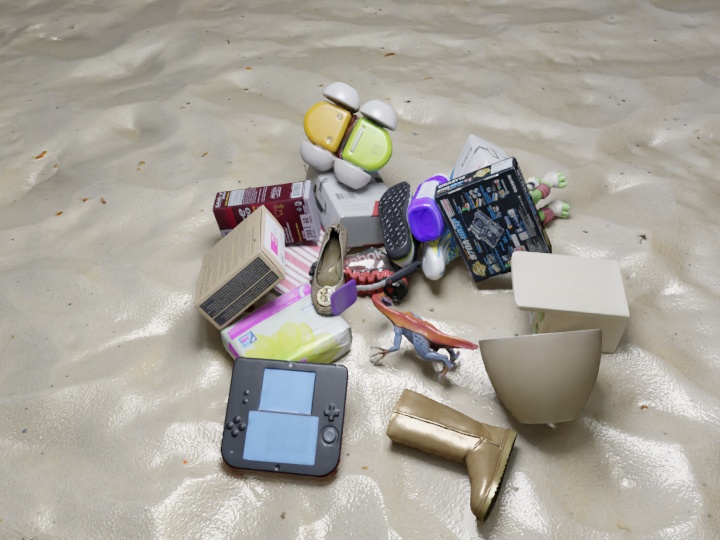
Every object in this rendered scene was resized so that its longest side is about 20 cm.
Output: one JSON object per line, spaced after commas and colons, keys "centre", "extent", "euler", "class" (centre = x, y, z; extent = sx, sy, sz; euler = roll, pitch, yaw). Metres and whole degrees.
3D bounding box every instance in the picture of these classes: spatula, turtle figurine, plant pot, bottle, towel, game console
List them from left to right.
{"centre": [-0.122, 0.235, 1.168], "extent": [0.194, 0.031, 0.182], "euler": [4, 75, 6], "class": "game console"}
{"centre": [-0.125, -0.030, 1.473], "extent": [0.145, 0.030, 0.200], "euler": [31, 56, 26], "class": "towel"}
{"centre": [0.029, 0.025, 1.304], "extent": [0.196, 0.058, 0.021], "euler": [-22, 41, -20], "class": "spatula"}
{"centre": [0.140, -0.131, 1.399], "extent": [0.064, 0.085, 0.201], "euler": [-11, 23, 21], "class": "bottle"}
{"centre": [0.362, -0.113, 1.442], "extent": [0.192, 0.200, 0.145], "euler": [-33, 87, -31], "class": "turtle figurine"}
{"centre": [0.294, 0.172, 1.165], "extent": [0.195, 0.200, 0.138], "euler": [-4, 84, -1], "class": "plant pot"}

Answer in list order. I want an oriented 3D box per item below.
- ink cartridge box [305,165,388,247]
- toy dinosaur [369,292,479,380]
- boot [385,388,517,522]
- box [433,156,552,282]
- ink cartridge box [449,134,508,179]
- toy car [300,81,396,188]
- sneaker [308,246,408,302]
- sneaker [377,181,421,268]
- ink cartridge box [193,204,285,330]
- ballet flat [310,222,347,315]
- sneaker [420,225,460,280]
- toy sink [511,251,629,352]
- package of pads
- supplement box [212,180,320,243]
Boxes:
{"centre": [-0.018, -0.146, 1.512], "extent": [0.143, 0.084, 0.202], "euler": [-5, 44, -25], "class": "ink cartridge box"}
{"centre": [0.101, 0.094, 1.263], "extent": [0.182, 0.200, 0.105], "euler": [48, 42, 3], "class": "toy dinosaur"}
{"centre": [0.131, 0.286, 1.135], "extent": [0.196, 0.067, 0.176], "euler": [17, 38, 18], "class": "boot"}
{"centre": [0.244, -0.087, 1.321], "extent": [0.156, 0.202, 0.046], "euler": [-18, 28, 25], "class": "box"}
{"centre": [0.236, -0.166, 1.443], "extent": [0.083, 0.148, 0.201], "euler": [21, 23, -11], "class": "ink cartridge box"}
{"centre": [-0.018, -0.270, 1.490], "extent": [0.197, 0.150, 0.178], "euler": [27, 93, 14], "class": "toy car"}
{"centre": [0.000, 0.000, 1.404], "extent": [0.195, 0.072, 0.099], "euler": [7, 47, 7], "class": "sneaker"}
{"centre": [0.080, -0.080, 1.405], "extent": [0.070, 0.083, 0.204], "euler": [-16, 48, 24], "class": "sneaker"}
{"centre": [-0.219, -0.009, 1.338], "extent": [0.163, 0.075, 0.201], "euler": [-37, 25, 13], "class": "ink cartridge box"}
{"centre": [-0.054, -0.010, 1.335], "extent": [0.066, 0.047, 0.204], "euler": [3, 53, 7], "class": "ballet flat"}
{"centre": [0.168, -0.050, 1.422], "extent": [0.102, 0.077, 0.202], "euler": [2, 34, -5], "class": "sneaker"}
{"centre": [0.361, 0.059, 1.298], "extent": [0.194, 0.114, 0.132], "euler": [5, 47, 1], "class": "toy sink"}
{"centre": [-0.128, 0.124, 1.296], "extent": [0.198, 0.069, 0.154], "euler": [-30, 51, -22], "class": "package of pads"}
{"centre": [-0.185, -0.109, 1.449], "extent": [0.195, 0.110, 0.062], "euler": [-7, 41, 8], "class": "supplement box"}
